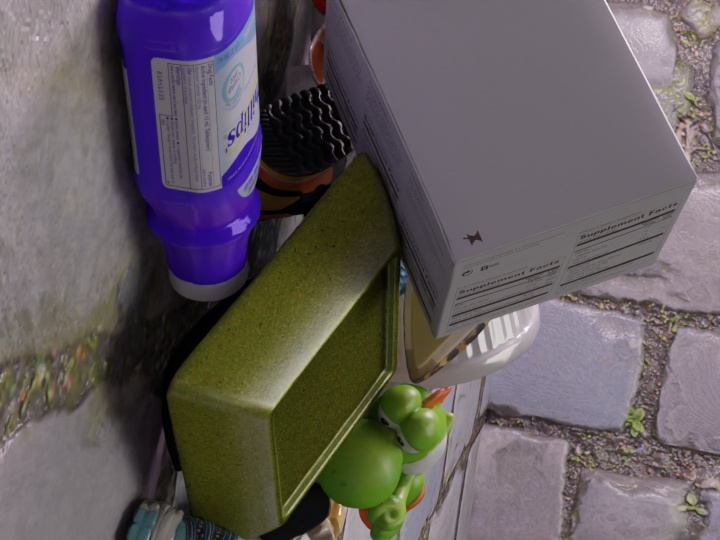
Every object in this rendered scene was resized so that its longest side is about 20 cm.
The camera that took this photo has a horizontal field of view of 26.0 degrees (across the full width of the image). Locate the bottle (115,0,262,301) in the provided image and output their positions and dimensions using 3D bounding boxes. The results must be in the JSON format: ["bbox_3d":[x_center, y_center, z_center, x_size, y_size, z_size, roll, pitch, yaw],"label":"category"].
[{"bbox_3d":[-0.087,-0.072,0.835,0.084,0.065,0.201,-70,166,-48],"label":"bottle"}]

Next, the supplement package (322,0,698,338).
[{"bbox_3d":[0.083,-0.089,0.944,0.111,0.154,0.202,98,-28,-65],"label":"supplement package"}]

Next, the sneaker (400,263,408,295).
[{"bbox_3d":[0.000,0.000,1.177,0.199,0.130,0.080,-23,83,-51],"label":"sneaker"}]

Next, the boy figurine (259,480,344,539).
[{"bbox_3d":[-0.054,0.149,1.170,0.125,0.064,0.200,60,-1,1],"label":"boy figurine"}]

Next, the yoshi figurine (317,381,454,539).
[{"bbox_3d":[0.005,0.133,1.101,0.200,0.111,0.113,104,2,-72],"label":"yoshi figurine"}]

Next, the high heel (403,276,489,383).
[{"bbox_3d":[0.091,0.001,1.143,0.202,0.071,0.143,-66,162,-9],"label":"high heel"}]

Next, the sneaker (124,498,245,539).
[{"bbox_3d":[-0.101,0.233,0.974,0.078,0.085,0.202,-67,163,-47],"label":"sneaker"}]

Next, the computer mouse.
[{"bbox_3d":[-0.075,0.035,0.997,0.201,0.046,0.140,-60,175,-10],"label":"computer mouse"}]

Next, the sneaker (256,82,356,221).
[{"bbox_3d":[-0.008,-0.085,1.062,0.199,0.070,0.090,-21,160,-39],"label":"sneaker"}]

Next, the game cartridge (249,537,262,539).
[{"bbox_3d":[-0.065,0.229,1.097,0.200,0.040,0.134,74,-9,-75],"label":"game cartridge"}]

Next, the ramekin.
[{"bbox_3d":[0.052,0.013,1.338,0.203,0.200,0.095,-61,147,-60],"label":"ramekin"}]

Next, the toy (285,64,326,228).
[{"bbox_3d":[-0.025,-0.098,1.178,0.200,0.047,0.117,-25,113,-68],"label":"toy"}]

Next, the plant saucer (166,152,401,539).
[{"bbox_3d":[-0.032,0.062,0.955,0.200,0.048,0.201,-52,158,-29],"label":"plant saucer"}]

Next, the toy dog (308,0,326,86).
[{"bbox_3d":[0.000,-0.186,1.025,0.132,0.096,0.200,-47,156,5],"label":"toy dog"}]
